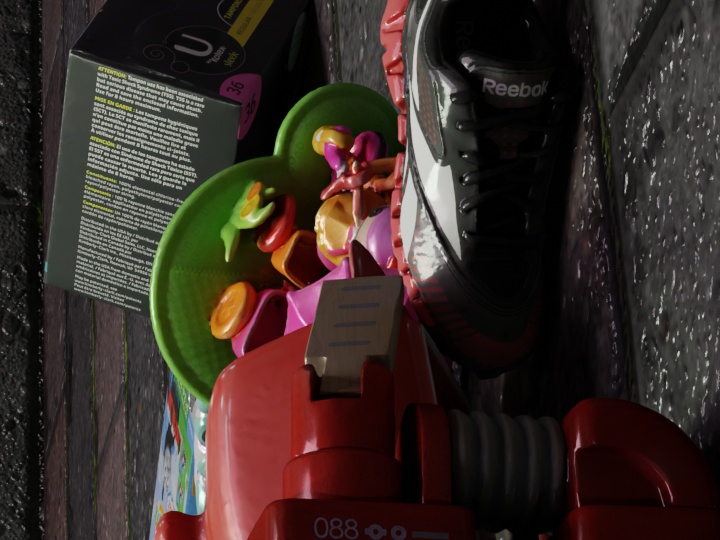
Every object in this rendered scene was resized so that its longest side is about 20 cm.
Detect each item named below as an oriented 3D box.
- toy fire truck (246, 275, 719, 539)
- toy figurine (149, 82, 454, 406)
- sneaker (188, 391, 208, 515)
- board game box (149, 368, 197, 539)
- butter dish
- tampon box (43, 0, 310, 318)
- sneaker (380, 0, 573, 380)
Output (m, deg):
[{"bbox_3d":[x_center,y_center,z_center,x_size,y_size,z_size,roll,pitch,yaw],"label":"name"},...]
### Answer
[{"bbox_3d":[0.042,0.077,1.100,0.129,0.175,0.201,118,153,-65],"label":"toy fire truck"},{"bbox_3d":[0.000,0.000,1.529,0.200,0.150,0.184,-62,26,-5],"label":"toy figurine"},{"bbox_3d":[-0.084,0.077,1.940,0.140,0.077,0.200,-101,18,-46],"label":"sneaker"},{"bbox_3d":[-0.134,0.174,2.256,0.151,0.036,0.201,-111,25,-61],"label":"board game box"},{"bbox_3d":[-0.021,0.115,1.288,0.199,0.147,0.201,55,-158,-67],"label":"butter dish"},{"bbox_3d":[-0.126,-0.088,1.956,0.150,0.126,0.200,-64,-11,-51],"label":"tampon box"},{"bbox_3d":[0.056,-0.053,1.315,0.098,0.071,0.201,153,114,-67],"label":"sneaker"}]
